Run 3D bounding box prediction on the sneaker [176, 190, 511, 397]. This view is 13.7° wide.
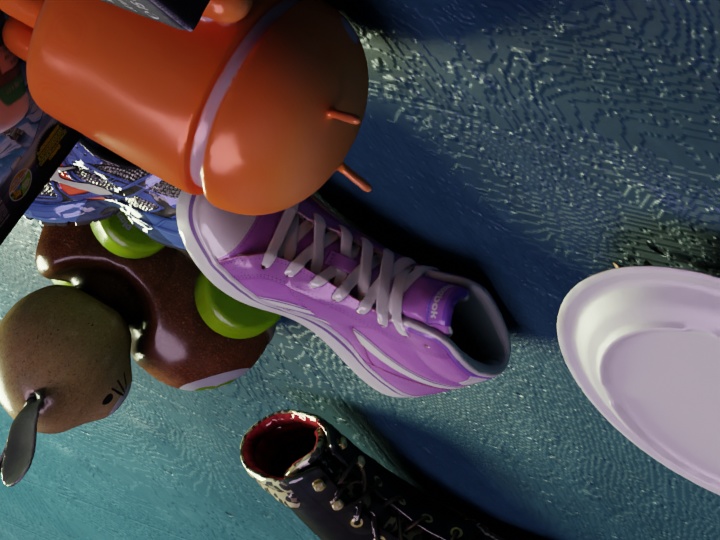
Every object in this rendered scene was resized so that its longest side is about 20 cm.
[{"bbox_3d":[0.000,-0.001,1.641,0.200,0.073,0.114,33,160,-27],"label":"sneaker"}]

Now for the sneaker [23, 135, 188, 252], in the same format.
[{"bbox_3d":[-0.147,-0.071,1.721,0.199,0.075,0.079,9,140,35],"label":"sneaker"}]

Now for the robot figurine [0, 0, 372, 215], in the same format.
[{"bbox_3d":[-0.080,-0.101,1.460,0.200,0.117,0.144,29,118,16],"label":"robot figurine"}]

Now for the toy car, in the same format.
[{"bbox_3d":[-0.161,0.058,1.827,0.158,0.200,0.164,37,161,-7],"label":"toy car"}]

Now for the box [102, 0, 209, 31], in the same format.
[{"bbox_3d":[-0.164,-0.212,1.269,0.200,0.118,0.197,23,173,32],"label":"box"}]

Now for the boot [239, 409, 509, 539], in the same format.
[{"bbox_3d":[0.022,0.167,1.964,0.203,0.074,0.154,17,159,49],"label":"boot"}]

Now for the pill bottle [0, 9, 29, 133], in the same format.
[{"bbox_3d":[-0.244,-0.157,1.496,0.113,0.113,0.201,6,115,54],"label":"pill bottle"}]

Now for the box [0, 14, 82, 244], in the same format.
[{"bbox_3d":[-0.222,-0.083,1.599,0.137,0.200,0.040,26,159,24],"label":"box"}]

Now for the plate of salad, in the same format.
[{"bbox_3d":[0.191,0.057,1.486,0.199,0.048,0.200,23,150,14],"label":"plate of salad"}]
